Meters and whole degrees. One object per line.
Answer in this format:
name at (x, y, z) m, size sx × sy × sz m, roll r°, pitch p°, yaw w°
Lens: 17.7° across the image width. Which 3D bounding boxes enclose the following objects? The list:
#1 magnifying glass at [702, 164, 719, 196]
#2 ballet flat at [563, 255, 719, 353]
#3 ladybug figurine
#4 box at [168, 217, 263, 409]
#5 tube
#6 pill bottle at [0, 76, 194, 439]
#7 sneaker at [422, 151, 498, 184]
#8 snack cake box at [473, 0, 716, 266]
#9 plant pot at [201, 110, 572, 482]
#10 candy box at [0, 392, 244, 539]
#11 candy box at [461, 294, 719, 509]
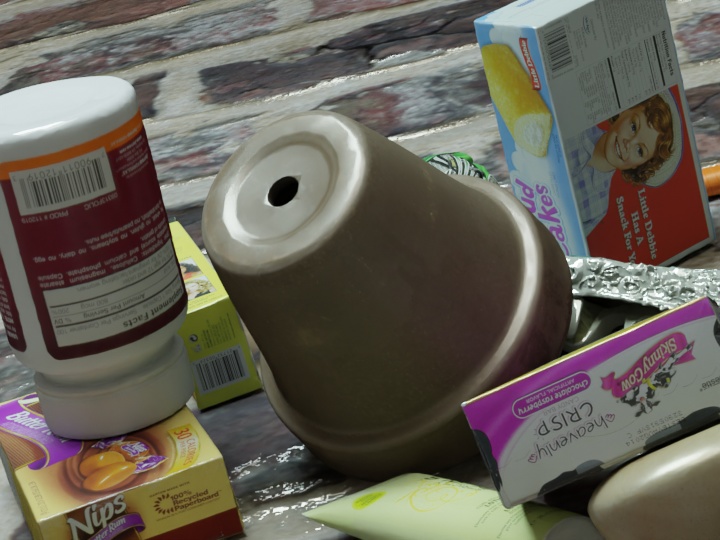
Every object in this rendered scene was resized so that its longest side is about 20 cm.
magnifying glass at (0.194, -0.048, 1.683) m, size 0.200 × 0.022 × 0.080 m, roll -16°, pitch 20°, yaw 1°
ballet flat at (0.165, 0.029, 1.437) m, size 0.200 × 0.072 × 0.072 m, roll 2°, pitch 26°, yaw 38°
ladybug figurine at (0.205, 0.103, 1.165) m, size 0.200 × 0.072 × 0.136 m, roll -21°, pitch -6°, yaw -32°
box at (-0.121, 0.027, 1.624) m, size 0.050 × 0.075 × 0.200 m, roll -21°, pitch 22°, yaw -10°
tube at (0.052, 0.138, 1.251) m, size 0.200 × 0.058 × 0.052 m, roll 10°, pitch 72°, yaw 56°
pill bottle at (-0.169, -0.007, 1.405) m, size 0.114 × 0.200 × 0.114 m, roll -11°, pitch 20°, yaw 4°
sneaker at (0.061, -0.047, 1.669) m, size 0.085 × 0.078 × 0.200 m, roll -24°, pitch 20°, yaw 3°
snack cake box at (0.160, -0.093, 1.558) m, size 0.115 × 0.200 × 0.067 m, roll -27°, pitch 23°, yaw -30°
plant pot at (0.000, 0.000, 1.358) m, size 0.200 × 0.175 × 0.200 m, roll -18°, pitch 50°, yaw 23°
candy box at (-0.155, 0.121, 1.424) m, size 0.117 × 0.057 × 0.200 m, roll -18°, pitch 22°, yaw -12°
candy box at (0.136, 0.066, 1.221) m, size 0.136 × 0.061 × 0.200 m, roll -25°, pitch -5°, yaw 8°
